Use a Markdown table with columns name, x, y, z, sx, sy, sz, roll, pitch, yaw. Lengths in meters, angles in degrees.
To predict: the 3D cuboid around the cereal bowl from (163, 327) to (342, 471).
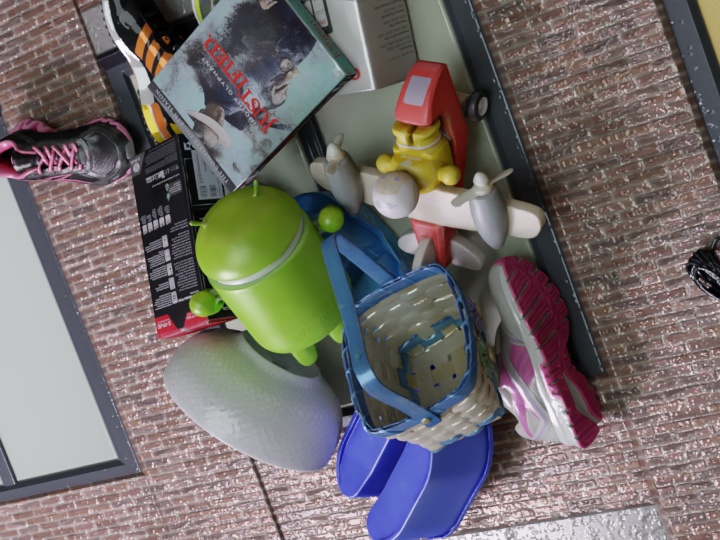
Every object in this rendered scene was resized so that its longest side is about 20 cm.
| name | x | y | z | sx | sy | sz | roll | pitch | yaw |
| --- | --- | --- | --- | --- | --- | --- | --- | --- | --- |
| cereal bowl | -0.101 | 0.121 | 1.783 | 0.200 | 0.200 | 0.084 | 35 | 104 | 19 |

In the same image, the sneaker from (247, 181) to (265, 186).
| name | x | y | z | sx | sy | sz | roll | pitch | yaw |
| --- | --- | --- | --- | --- | --- | --- | --- | --- | --- |
| sneaker | -0.135 | -0.018 | 1.836 | 0.072 | 0.073 | 0.200 | 25 | 138 | -8 |

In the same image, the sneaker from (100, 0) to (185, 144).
| name | x | y | z | sx | sy | sz | roll | pitch | yaw |
| --- | --- | --- | --- | --- | --- | --- | --- | --- | --- |
| sneaker | -0.202 | -0.233 | 1.794 | 0.090 | 0.070 | 0.201 | -11 | 105 | 31 |

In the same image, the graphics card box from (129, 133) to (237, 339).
| name | x | y | z | sx | sy | sz | roll | pitch | yaw |
| --- | --- | --- | --- | --- | --- | --- | --- | --- | --- |
| graphics card box | -0.184 | -0.036 | 1.785 | 0.125 | 0.051 | 0.201 | -19 | 81 | 57 |

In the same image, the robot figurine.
| name | x | y | z | sx | sy | sz | roll | pitch | yaw |
| --- | --- | --- | --- | --- | --- | --- | --- | --- | --- |
| robot figurine | -0.084 | 0.000 | 1.670 | 0.175 | 0.116 | 0.200 | -33 | 126 | 4 |

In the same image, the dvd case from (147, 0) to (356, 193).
| name | x | y | z | sx | sy | sz | roll | pitch | yaw |
| --- | --- | --- | --- | --- | --- | --- | --- | --- | --- |
| dvd case | -0.110 | -0.188 | 1.662 | 0.146 | 0.022 | 0.200 | 52 | 128 | 5 |

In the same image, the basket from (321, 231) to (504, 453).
| name | x | y | z | sx | sy | sz | roll | pitch | yaw |
| --- | --- | --- | --- | --- | --- | --- | --- | --- | --- |
| basket | 0.041 | 0.068 | 1.588 | 0.139 | 0.200 | 0.177 | -33 | 51 | 24 |

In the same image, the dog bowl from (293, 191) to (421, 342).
| name | x | y | z | sx | sy | sz | roll | pitch | yaw |
| --- | --- | --- | --- | --- | --- | --- | --- | --- | --- |
| dog bowl | 0.000 | 0.000 | 1.748 | 0.200 | 0.050 | 0.112 | 48 | 127 | 11 |

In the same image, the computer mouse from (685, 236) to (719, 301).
| name | x | y | z | sx | sy | sz | roll | pitch | yaw |
| --- | --- | --- | --- | --- | --- | --- | --- | --- | --- |
| computer mouse | 0.372 | -0.029 | 1.475 | 0.138 | 0.053 | 0.201 | 37 | 125 | 19 |

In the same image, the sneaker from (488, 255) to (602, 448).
| name | x | y | z | sx | sy | sz | roll | pitch | yaw |
| --- | --- | --- | --- | --- | --- | --- | --- | --- | --- |
| sneaker | 0.158 | 0.085 | 1.649 | 0.088 | 0.081 | 0.201 | -15 | 98 | 36 |

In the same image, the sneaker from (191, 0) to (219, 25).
| name | x | y | z | sx | sy | sz | roll | pitch | yaw |
| --- | --- | --- | --- | --- | --- | --- | --- | --- | --- |
| sneaker | -0.121 | -0.227 | 1.718 | 0.081 | 0.074 | 0.201 | -141 | 40 | -58 |

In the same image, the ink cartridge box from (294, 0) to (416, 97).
| name | x | y | z | sx | sy | sz | roll | pitch | yaw |
| --- | --- | --- | --- | --- | --- | --- | --- | --- | --- |
| ink cartridge box | -0.041 | -0.269 | 1.652 | 0.145 | 0.084 | 0.201 | -5 | 104 | 35 |

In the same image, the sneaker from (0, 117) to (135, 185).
| name | x | y | z | sx | sy | sz | roll | pitch | yaw |
| --- | --- | --- | --- | --- | --- | --- | --- | --- | --- |
| sneaker | -0.345 | -0.127 | 1.913 | 0.199 | 0.095 | 0.079 | 1 | 106 | 33 |

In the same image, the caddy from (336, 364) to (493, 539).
| name | x | y | z | sx | sy | sz | roll | pitch | yaw |
| --- | --- | --- | --- | --- | --- | --- | --- | --- | --- |
| caddy | 0.062 | 0.190 | 1.745 | 0.142 | 0.105 | 0.200 | 55 | 134 | 35 |

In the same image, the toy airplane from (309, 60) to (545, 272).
| name | x | y | z | sx | sy | sz | roll | pitch | yaw |
| --- | --- | --- | --- | --- | --- | --- | --- | --- | --- |
| toy airplane | 0.057 | -0.074 | 1.621 | 0.200 | 0.141 | 0.199 | -39 | 84 | 38 |
